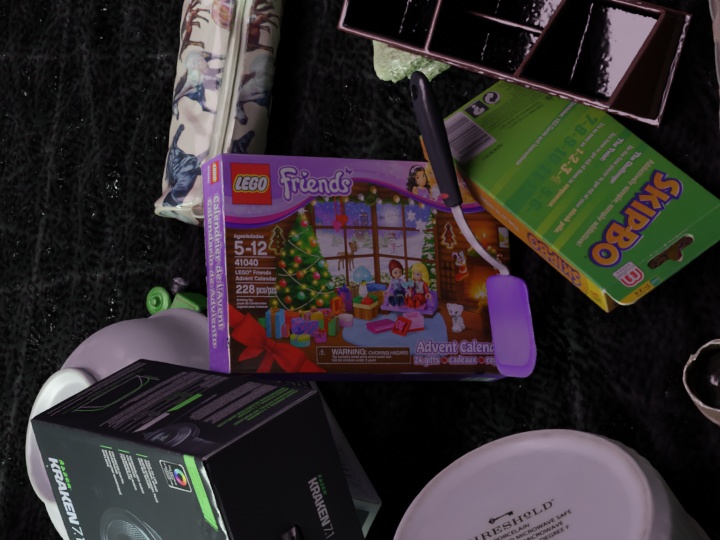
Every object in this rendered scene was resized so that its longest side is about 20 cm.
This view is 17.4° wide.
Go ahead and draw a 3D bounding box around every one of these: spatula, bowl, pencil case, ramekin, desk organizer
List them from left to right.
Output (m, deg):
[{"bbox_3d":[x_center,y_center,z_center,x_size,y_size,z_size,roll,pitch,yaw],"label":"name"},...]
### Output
[{"bbox_3d":[-0.169,0.119,1.624,0.201,0.090,0.202,-17,68,49],"label":"bowl"},{"bbox_3d":[-0.096,-0.130,1.661,0.089,0.078,0.201,-168,86,-69],"label":"pencil case"},{"bbox_3d":[0.068,-0.028,1.439,0.056,0.021,0.201,4,119,66],"label":"spatula"},{"bbox_3d":[0.092,-0.152,1.444,0.200,0.077,0.072,19,97,28],"label":"desk organizer"},{"bbox_3d":[0.105,0.180,1.347,0.202,0.094,0.203,-16,40,13],"label":"ramekin"}]

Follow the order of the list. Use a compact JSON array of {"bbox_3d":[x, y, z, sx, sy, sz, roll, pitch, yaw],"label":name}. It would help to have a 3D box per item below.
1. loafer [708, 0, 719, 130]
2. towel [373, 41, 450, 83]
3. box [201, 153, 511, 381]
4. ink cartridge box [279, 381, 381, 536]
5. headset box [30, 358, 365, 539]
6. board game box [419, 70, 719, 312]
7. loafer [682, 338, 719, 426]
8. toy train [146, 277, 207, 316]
[{"bbox_3d":[0.237,-0.101,1.354,0.063,0.072,0.201,-28,59,57],"label":"loafer"},{"bbox_3d":[0.070,-0.222,1.542,0.200,0.036,0.149,-29,67,38],"label":"towel"},{"bbox_3d":[0.000,0.000,1.473,0.039,0.199,0.137,158,111,-63],"label":"box"},{"bbox_3d":[-0.065,0.187,1.574,0.200,0.043,0.198,-67,24,17],"label":"ink cartridge box"},{"bbox_3d":[-0.084,0.157,1.403,0.200,0.093,0.175,7,120,50],"label":"headset box"},{"bbox_3d":[0.133,-0.051,1.431,0.095,0.030,0.200,-35,48,-15],"label":"board game box"},{"bbox_3d":[0.263,0.062,1.301,0.200,0.068,0.076,-13,76,42],"label":"loafer"},{"bbox_3d":[-0.154,0.103,1.723,0.056,0.042,0.201,29,105,31],"label":"toy train"}]
